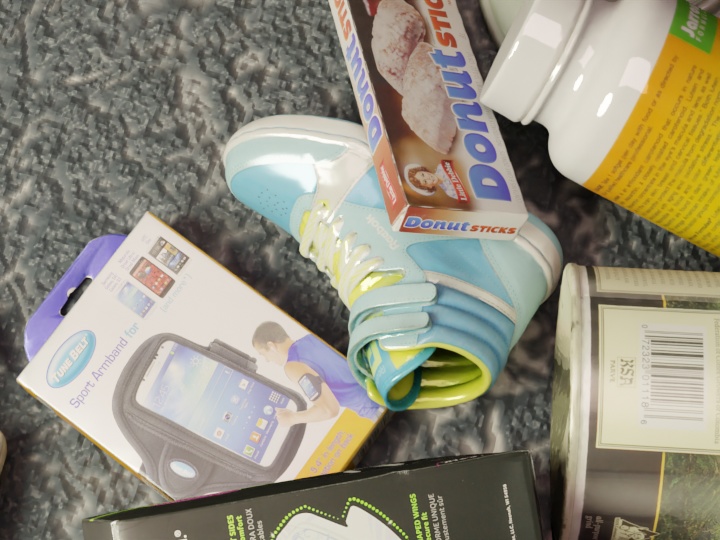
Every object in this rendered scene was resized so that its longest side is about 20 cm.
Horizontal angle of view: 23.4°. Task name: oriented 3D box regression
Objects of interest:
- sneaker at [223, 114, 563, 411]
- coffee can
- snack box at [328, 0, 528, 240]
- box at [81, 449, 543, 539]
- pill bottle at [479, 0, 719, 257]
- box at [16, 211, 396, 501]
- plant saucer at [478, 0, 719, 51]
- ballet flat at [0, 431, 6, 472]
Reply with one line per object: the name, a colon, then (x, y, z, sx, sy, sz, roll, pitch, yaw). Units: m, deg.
sneaker: (0.000, 0.000, 0.925, 0.198, 0.080, 0.131, 21, 54, 8)
coffee can: (0.200, 0.073, 0.880, 0.197, 0.147, 0.148, 3, 74, 3)
snack box: (0.032, -0.100, 0.949, 0.071, 0.024, 0.202, 4, 49, -23)
box: (-0.023, 0.163, 0.831, 0.198, 0.148, 0.126, -7, 84, -16)
pill bottle: (0.169, -0.081, 0.925, 0.198, 0.111, 0.112, 27, 76, -3)
box: (-0.092, 0.061, 0.950, 0.199, 0.042, 0.120, 36, 79, 8)
plant saucer: (0.166, -0.181, 1.003, 0.197, 0.050, 0.203, -1, 74, 2)
ballet flat: (-0.223, 0.078, 0.939, 0.062, 0.069, 0.202, -14, 75, -16)
